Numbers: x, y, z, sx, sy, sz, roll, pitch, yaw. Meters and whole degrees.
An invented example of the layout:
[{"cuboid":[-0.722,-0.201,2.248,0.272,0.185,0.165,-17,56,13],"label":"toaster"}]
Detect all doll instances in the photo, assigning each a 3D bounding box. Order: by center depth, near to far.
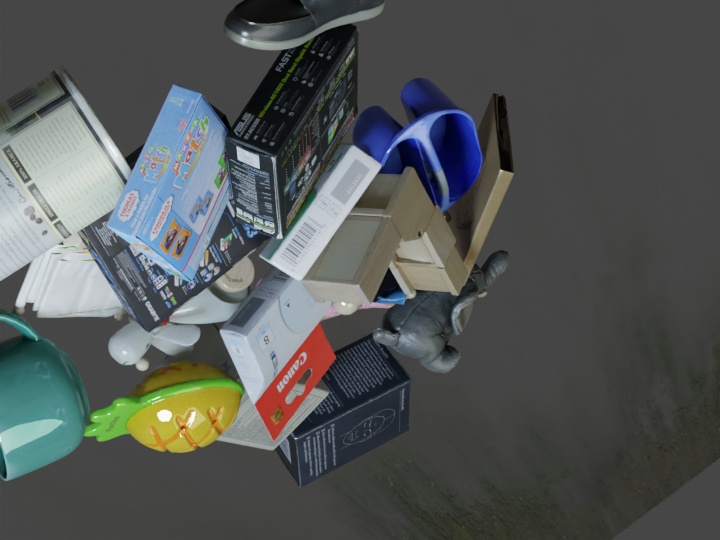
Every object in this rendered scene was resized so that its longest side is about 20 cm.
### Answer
[{"cuboid":[0.027,-0.020,1.742,0.200,0.136,0.048,-50,177,-21],"label":"doll"}]

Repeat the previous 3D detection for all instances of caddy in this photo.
[{"cuboid":[0.077,-0.140,1.646,0.141,0.105,0.200,-33,149,-5],"label":"caddy"}]

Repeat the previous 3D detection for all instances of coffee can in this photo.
[{"cuboid":[-0.332,-0.084,1.279,0.200,0.146,0.146,-33,148,-7],"label":"coffee can"}]

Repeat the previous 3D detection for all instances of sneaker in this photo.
[{"cuboid":[-0.054,-0.300,1.355,0.200,0.075,0.106,-27,144,-33],"label":"sneaker"}]

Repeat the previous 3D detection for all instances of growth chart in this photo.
[{"cuboid":[-0.307,0.007,1.546,0.200,0.018,0.145,5,129,-48],"label":"growth chart"}]

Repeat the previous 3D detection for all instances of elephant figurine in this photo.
[{"cuboid":[0.121,0.035,1.929,0.141,0.155,0.200,34,98,-13],"label":"elephant figurine"}]

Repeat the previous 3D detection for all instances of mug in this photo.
[{"cuboid":[-0.381,0.140,1.519,0.114,0.152,0.185,-21,145,-26],"label":"mug"}]

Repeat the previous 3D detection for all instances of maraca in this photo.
[{"cuboid":[-0.237,0.170,1.613,0.200,0.107,0.137,-8,151,-29],"label":"maraca"}]

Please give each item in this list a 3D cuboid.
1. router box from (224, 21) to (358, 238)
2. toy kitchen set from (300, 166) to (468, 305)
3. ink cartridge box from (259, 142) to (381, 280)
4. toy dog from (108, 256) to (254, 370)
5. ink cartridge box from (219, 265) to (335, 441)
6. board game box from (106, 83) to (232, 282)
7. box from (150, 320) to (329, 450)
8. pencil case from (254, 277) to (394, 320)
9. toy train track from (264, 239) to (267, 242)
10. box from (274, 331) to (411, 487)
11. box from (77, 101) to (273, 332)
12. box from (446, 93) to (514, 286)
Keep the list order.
[{"cuboid":[-0.070,-0.157,1.425,0.150,0.062,0.200,90,26,-57],"label":"router box"},{"cuboid":[0.000,0.000,1.604,0.200,0.163,0.180,58,47,-44],"label":"toy kitchen set"},{"cuboid":[-0.060,-0.074,1.545,0.050,0.200,0.161,36,87,-17],"label":"ink cartridge box"},{"cuboid":[-0.199,0.066,1.612,0.200,0.096,0.132,-37,178,-1],"label":"toy dog"},{"cuboid":[-0.084,0.095,1.649,0.160,0.047,0.200,-52,137,-35],"label":"ink cartridge box"},{"cuboid":[-0.178,-0.082,1.328,0.200,0.037,0.151,60,52,-76],"label":"board game box"},{"cuboid":[-0.162,0.154,1.794,0.128,0.109,0.200,-46,147,14],"label":"box"},{"cuboid":[-0.045,0.030,1.774,0.200,0.083,0.087,-13,143,-32],"label":"pencil case"},{"cuboid":[-0.180,-0.037,1.587,0.200,0.033,0.115,-8,129,-44],"label":"toy train track"},{"cuboid":[-0.033,0.209,1.994,0.200,0.107,0.148,-25,146,-18],"label":"box"},{"cuboid":[-0.205,-0.057,1.478,0.198,0.050,0.200,-41,141,-15],"label":"box"},{"cuboid":[0.154,-0.105,1.732,0.021,0.164,0.200,12,132,-10],"label":"box"}]
